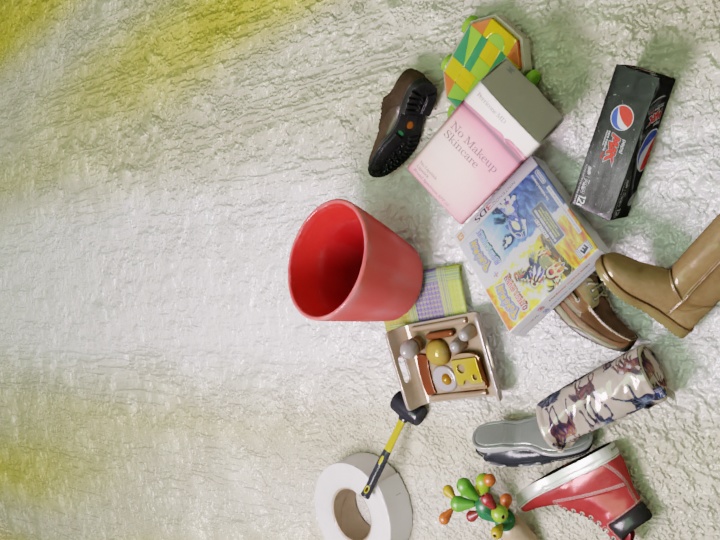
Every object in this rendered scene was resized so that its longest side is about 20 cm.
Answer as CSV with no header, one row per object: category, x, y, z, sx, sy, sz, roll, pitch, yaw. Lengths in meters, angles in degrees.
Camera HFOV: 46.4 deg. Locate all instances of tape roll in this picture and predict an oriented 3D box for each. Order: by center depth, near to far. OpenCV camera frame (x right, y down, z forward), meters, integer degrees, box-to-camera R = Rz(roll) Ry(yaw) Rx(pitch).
tape roll,0.004,0.456,1.606,0.200,0.070,0.208,9,103,42

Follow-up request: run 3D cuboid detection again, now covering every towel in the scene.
towel,0.110,0.072,1.473,0.197,0.023,0.147,-14,87,42

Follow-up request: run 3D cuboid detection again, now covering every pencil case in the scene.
pencil case,0.348,0.190,1.215,0.199,0.077,0.091,-36,84,30

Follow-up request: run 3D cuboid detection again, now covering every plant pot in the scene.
plant pot,0.000,0.000,1.432,0.198,0.175,0.205,-15,67,41

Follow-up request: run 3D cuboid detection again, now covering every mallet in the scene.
mallet,0.060,0.322,1.511,0.065,0.041,0.204,20,89,33

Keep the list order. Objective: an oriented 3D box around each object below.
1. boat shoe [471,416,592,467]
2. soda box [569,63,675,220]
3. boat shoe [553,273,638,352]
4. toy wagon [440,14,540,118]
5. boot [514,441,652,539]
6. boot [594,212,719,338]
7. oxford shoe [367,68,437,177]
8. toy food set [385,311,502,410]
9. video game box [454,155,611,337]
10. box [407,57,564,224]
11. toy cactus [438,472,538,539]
boat shoe,0.276,0.274,1.331,0.196,0.076,0.061,-4,134,34
soda box,0.363,-0.177,1.166,0.070,0.063,0.204,29,117,34
boat shoe,0.324,0.038,1.236,0.199,0.075,0.075,41,117,30
toy wagon,0.189,-0.294,1.323,0.156,0.039,0.202,49,126,26
boot,0.339,0.368,1.284,0.199,0.072,0.147,-37,74,36
boot,0.434,-0.025,1.101,0.173,0.067,0.201,31,126,-7
oxford shoe,0.062,-0.251,1.438,0.202,0.071,0.085,-60,43,29
toy food set,0.138,0.158,1.411,0.197,0.060,0.147,-14,96,43
video game box,0.249,-0.038,1.253,0.183,0.046,0.202,-49,48,27
box,0.185,-0.191,1.263,0.128,0.109,0.200,45,134,3
toy cactus,0.217,0.405,1.367,0.164,0.103,0.200,40,158,-2
